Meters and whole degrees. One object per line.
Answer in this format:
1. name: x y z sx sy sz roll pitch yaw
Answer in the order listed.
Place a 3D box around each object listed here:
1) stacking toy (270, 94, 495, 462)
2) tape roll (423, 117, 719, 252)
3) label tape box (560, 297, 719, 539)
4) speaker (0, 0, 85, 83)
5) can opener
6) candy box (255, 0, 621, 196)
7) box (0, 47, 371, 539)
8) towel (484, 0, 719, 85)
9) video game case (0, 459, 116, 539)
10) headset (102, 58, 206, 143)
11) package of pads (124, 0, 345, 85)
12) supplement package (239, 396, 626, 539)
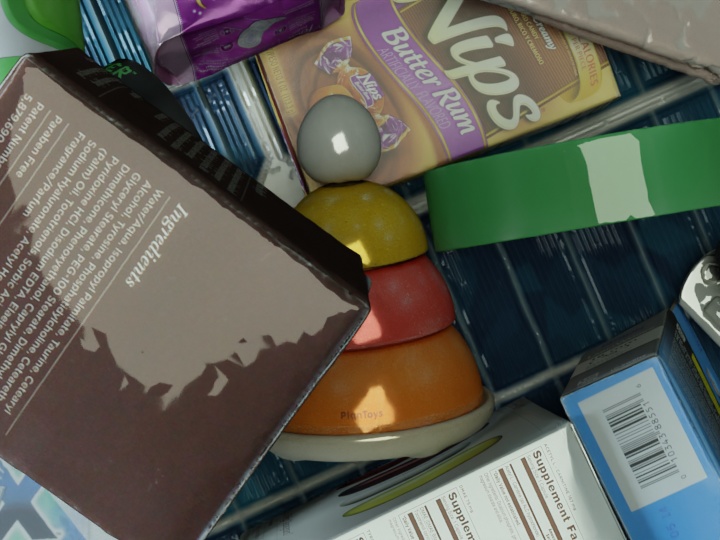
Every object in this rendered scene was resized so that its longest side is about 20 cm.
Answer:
1. stacking toy: 0.000 0.000 1.033 0.144 0.146 0.202 -5 100 -3
2. tape roll: 0.136 -0.049 1.026 0.198 0.200 0.049 -10 90 -3
3. label tape box: 0.182 0.106 1.040 0.063 0.200 0.145 -26 91 14
4. speaker: -0.203 -0.172 1.036 0.087 0.089 0.202 -9 65 -3
5. can opener: 0.273 0.065 1.103 0.053 0.066 0.200 -44 96 -4
6. candy box: 0.044 -0.122 1.095 0.198 0.056 0.118 -21 89 -4
7. box: -0.120 0.012 0.902 0.199 0.166 0.165 36 95 -5
8. towel: 0.151 -0.230 1.075 0.189 0.032 0.202 15 76 -17
9. video game case: -0.221 0.087 1.013 0.198 0.022 0.184 -4 68 2
10. headset: -0.096 -0.034 1.065 0.094 0.123 0.202 -30 106 -25
11. package of pads: -0.098 -0.220 1.046 0.120 0.076 0.202 -22 79 -4
12. supplement package: 0.046 0.184 1.024 0.199 0.191 0.148 -25 91 -3
